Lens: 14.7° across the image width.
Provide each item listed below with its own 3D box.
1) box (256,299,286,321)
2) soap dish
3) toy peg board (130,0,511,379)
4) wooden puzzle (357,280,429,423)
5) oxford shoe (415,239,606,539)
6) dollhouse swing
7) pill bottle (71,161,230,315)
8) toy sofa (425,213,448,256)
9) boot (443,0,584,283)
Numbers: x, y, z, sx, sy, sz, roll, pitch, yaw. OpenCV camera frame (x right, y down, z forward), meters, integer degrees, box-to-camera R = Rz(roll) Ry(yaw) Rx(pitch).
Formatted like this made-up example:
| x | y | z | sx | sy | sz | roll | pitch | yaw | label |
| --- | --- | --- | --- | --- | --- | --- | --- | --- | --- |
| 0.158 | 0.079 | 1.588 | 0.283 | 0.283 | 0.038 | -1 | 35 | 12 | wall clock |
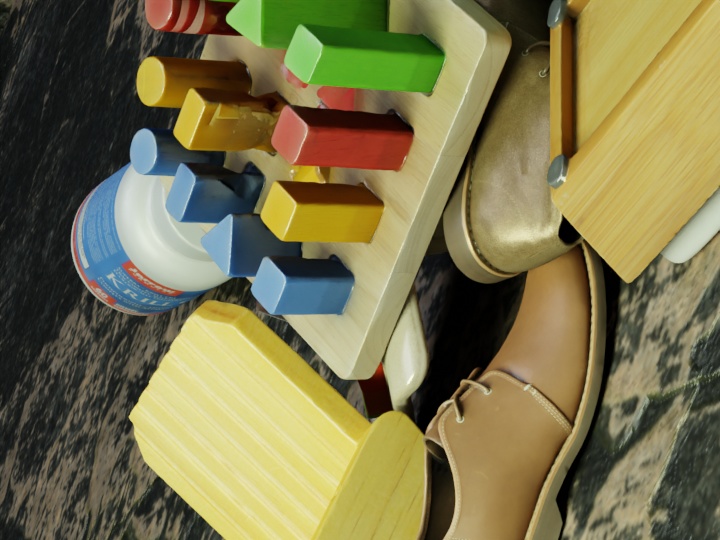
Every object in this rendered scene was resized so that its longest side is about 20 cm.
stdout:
| x | y | z | sx | sy | sz | roll | pitch | yaw | label |
| --- | --- | --- | --- | --- | --- | --- | --- | --- | --- |
| 0.008 | -0.060 | 1.698 | 0.100 | 0.075 | 0.200 | -88 | 22 | -43 | box |
| 0.157 | -0.114 | 1.278 | 0.200 | 0.081 | 0.158 | -52 | 25 | 44 | soap dish |
| -0.049 | -0.082 | 1.409 | 0.200 | 0.097 | 0.200 | 46 | 122 | 42 | toy peg board |
| 0.000 | 0.000 | 1.509 | 0.200 | 0.037 | 0.186 | 95 | 164 | -74 | wooden puzzle |
| 0.071 | 0.070 | 1.371 | 0.071 | 0.071 | 0.201 | 152 | 137 | -68 | oxford shoe |
| -0.063 | 0.152 | 1.456 | 0.182 | 0.175 | 0.200 | -62 | 4 | -34 | dollhouse swing |
| -0.135 | -0.035 | 2.045 | 0.200 | 0.112 | 0.113 | 154 | 133 | -68 | pill bottle |
| 0.039 | -0.110 | 1.510 | 0.098 | 0.082 | 0.201 | 94 | 165 | -75 | toy sofa |
| 0.088 | -0.097 | 1.389 | 0.075 | 0.073 | 0.201 | -18 | 66 | 46 | boot |
